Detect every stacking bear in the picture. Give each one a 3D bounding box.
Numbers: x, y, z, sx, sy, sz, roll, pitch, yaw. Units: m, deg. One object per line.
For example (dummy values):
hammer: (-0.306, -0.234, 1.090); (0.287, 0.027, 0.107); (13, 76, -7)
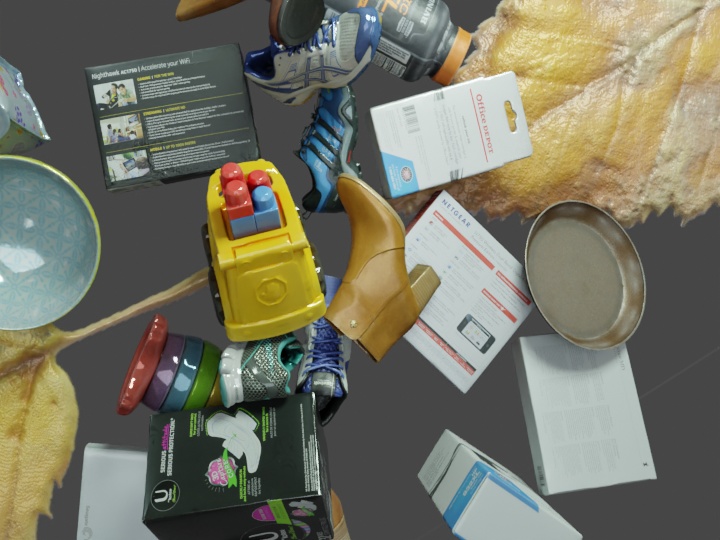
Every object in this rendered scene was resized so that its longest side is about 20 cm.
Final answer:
stacking bear: (-0.191, 0.149, 0.893); (0.196, 0.113, 0.124); (25, 82, -18)

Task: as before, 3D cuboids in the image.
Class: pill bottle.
pill bottle: (0.041, -0.310, 0.893); (0.196, 0.106, 0.108); (26, 90, -8)

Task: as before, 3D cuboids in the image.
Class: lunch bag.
lunch bag: (-0.472, -0.170, 0.789); (0.166, 0.200, 0.130); (-27, 87, -6)

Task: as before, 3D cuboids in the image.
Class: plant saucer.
plant saucer: (0.296, 0.008, 0.948); (0.195, 0.032, 0.206); (7, 71, -20)

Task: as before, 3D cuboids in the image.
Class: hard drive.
hard drive: (-0.267, 0.304, 0.933); (0.194, 0.027, 0.136); (6, 92, -6)

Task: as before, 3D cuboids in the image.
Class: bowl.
bowl: (-0.407, -0.042, 0.848); (0.194, 0.108, 0.206); (-4, 106, -13)

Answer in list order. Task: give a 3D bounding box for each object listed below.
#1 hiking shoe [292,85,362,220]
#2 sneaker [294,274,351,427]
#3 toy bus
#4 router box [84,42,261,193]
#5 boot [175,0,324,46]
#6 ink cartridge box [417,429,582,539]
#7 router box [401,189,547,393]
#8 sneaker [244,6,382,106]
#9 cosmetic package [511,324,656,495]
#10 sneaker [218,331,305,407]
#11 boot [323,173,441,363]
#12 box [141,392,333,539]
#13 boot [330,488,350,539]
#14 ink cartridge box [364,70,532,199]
hiking shoe: (-0.046, -0.172, 0.906); (0.084, 0.074, 0.207); (-6, 94, -7)
sneaker: (-0.041, 0.111, 0.903); (0.078, 0.115, 0.206); (6, 93, -8)
toy bus: (-0.125, -0.055, 0.813); (0.132, 0.203, 0.195); (-15, 137, -8)
router box: (-0.233, -0.191, 0.895); (0.194, 0.051, 0.154); (-10, 93, -6)
boot: (-0.138, -0.324, 0.821); (0.194, 0.069, 0.193); (-2, 65, 23)
ink cartridge box: (0.167, 0.296, 0.896); (0.143, 0.200, 0.085); (34, 87, -7)
router box: (0.121, 0.029, 0.950); (0.199, 0.049, 0.180); (42, 88, -7)
sneaker: (-0.062, -0.256, 0.838); (0.087, 0.197, 0.078); (17, 64, -41)
cosmetic package: (0.295, 0.185, 0.947); (0.146, 0.052, 0.206); (-6, 73, -4)
sneaker: (-0.110, 0.090, 0.860); (0.088, 0.202, 0.079); (2, 125, 3)
boot: (0.000, 0.000, 0.865); (0.144, 0.070, 0.202); (-44, 105, -17)
box: (-0.137, 0.245, 0.831); (0.194, 0.150, 0.127); (-7, 52, -1)
boot: (-0.116, 0.344, 0.926); (0.196, 0.077, 0.159); (-25, 97, -7)
ink cartridge box: (0.114, -0.176, 0.928); (0.194, 0.067, 0.119); (-16, 95, -5)
